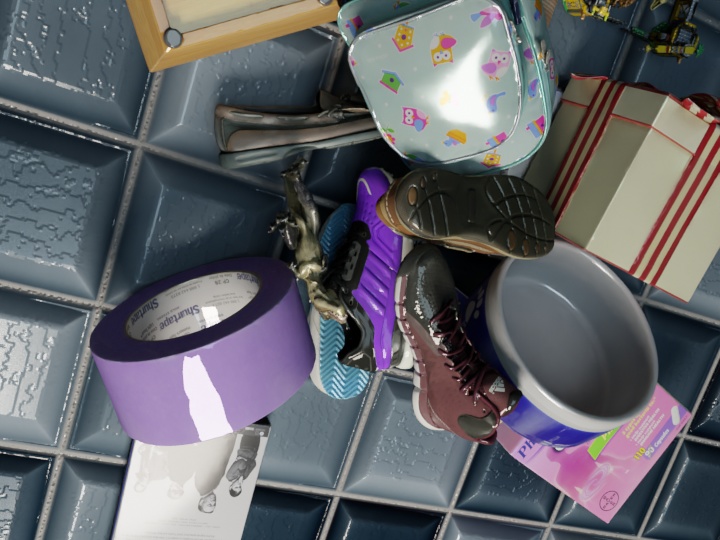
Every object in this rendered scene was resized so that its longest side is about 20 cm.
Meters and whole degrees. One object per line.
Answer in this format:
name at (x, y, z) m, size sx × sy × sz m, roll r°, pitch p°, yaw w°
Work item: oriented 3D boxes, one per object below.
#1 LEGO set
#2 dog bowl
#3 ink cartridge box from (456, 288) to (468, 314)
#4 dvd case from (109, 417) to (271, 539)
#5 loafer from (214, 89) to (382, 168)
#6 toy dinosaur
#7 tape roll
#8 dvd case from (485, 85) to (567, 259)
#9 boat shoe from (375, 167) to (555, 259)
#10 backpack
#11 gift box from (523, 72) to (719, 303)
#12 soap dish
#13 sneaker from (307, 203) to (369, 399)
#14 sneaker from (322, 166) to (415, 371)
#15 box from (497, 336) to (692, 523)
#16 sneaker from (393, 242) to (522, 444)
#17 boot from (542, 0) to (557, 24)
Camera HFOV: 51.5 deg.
LEGO set at (0.323, -0.308, 0.781) m, size 0.197 × 0.116 × 0.157 m, roll 23°, pitch 99°, yaw -23°
dog bowl at (0.203, 0.073, 0.769) m, size 0.196 × 0.204 × 0.079 m, roll 12°, pitch 146°, yaw -21°
ink cartridge box at (0.113, 0.082, 0.877) m, size 0.199 × 0.044 × 0.095 m, roll 38°, pitch 91°, yaw -24°
dvd case at (-0.195, 0.253, 0.841) m, size 0.147 × 0.025 × 0.205 m, roll 12°, pitch 104°, yaw -21°
loafer at (-0.048, -0.150, 0.738) m, size 0.195 × 0.072 × 0.065 m, roll -15°, pitch 104°, yaw -13°
toy dinosaur at (-0.056, -0.047, 0.694) m, size 0.046 × 0.204 × 0.089 m, roll -15°, pitch 151°, yaw 4°
tape roll at (-0.145, 0.068, 0.703) m, size 0.196 × 0.200 × 0.087 m, roll -20°, pitch 113°, yaw -11°
dvd case at (0.228, -0.107, 0.869) m, size 0.139 × 0.018 × 0.205 m, roll 6°, pitch 105°, yaw -19°
boat shoe at (0.101, -0.055, 0.710) m, size 0.196 × 0.073 × 0.078 m, roll 11°, pitch 81°, yaw -33°
backpack at (0.087, -0.179, 0.671) m, size 0.172 × 0.156 × 0.202 m, roll -12°, pitch 132°, yaw 25°
gift box at (0.284, -0.104, 0.779) m, size 0.197 × 0.185 × 0.190 m, roll 22°, pitch 102°, yaw -30°
soap dish at (-0.118, -0.282, 0.665) m, size 0.196 × 0.081 × 0.161 m, roll -19°, pitch 112°, yaw -11°
sneaker at (-0.026, 0.030, 0.801) m, size 0.075 × 0.080 × 0.206 m, roll 8°, pitch 85°, yaw -20°
sneaker at (0.000, 0.000, 0.734) m, size 0.097 × 0.069 × 0.206 m, roll -5°, pitch 88°, yaw -20°
box at (0.281, 0.181, 0.936) m, size 0.199 × 0.097 × 0.177 m, roll 37°, pitch 94°, yaw -24°
sneaker at (0.099, 0.075, 0.688) m, size 0.075 × 0.114 × 0.204 m, roll -33°, pitch 125°, yaw -32°
boot at (0.100, -0.258, 0.757) m, size 0.197 × 0.077 × 0.158 m, roll 19°, pitch 105°, yaw -29°
